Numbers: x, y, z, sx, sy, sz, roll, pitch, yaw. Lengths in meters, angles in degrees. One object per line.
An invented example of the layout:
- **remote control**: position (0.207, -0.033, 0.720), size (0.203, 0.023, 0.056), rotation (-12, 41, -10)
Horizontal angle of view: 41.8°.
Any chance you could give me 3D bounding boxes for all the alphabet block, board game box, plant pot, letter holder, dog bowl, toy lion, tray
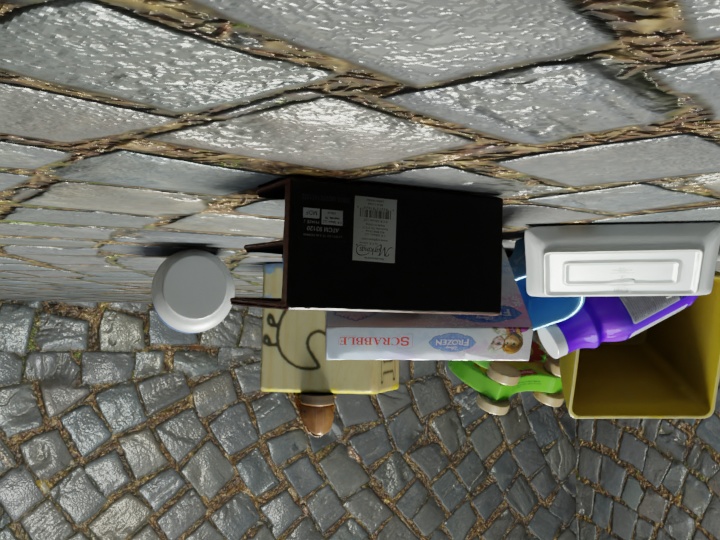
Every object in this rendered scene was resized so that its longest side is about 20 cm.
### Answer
- **alphabet block**: position (-0.044, 0.094, 1.525), size (0.194, 0.201, 0.196), rotation (-1, 175, 15)
- **board game box**: position (0.061, 0.021, 0.976), size (0.199, 0.041, 0.200), rotation (0, -150, -3)
- **plant pot**: position (0.370, 0.075, 1.305), size (0.199, 0.201, 0.176), rotation (1, -163, -5)
- **letter holder**: position (0.001, -0.014, 0.810), size (0.199, 0.101, 0.142), rotation (3, 177, -28)
- **dog bowl**: position (0.175, 0.029, 1.107), size (0.199, 0.050, 0.112), rotation (-22, 129, 27)
- **toy lion**: position (0.206, 0.132, 1.408), size (0.199, 0.069, 0.191), rotation (-1, -155, -40)
- **tray**: position (0.276, -0.004, 1.004), size (0.199, 0.022, 0.108), rotation (-1, 137, 11)

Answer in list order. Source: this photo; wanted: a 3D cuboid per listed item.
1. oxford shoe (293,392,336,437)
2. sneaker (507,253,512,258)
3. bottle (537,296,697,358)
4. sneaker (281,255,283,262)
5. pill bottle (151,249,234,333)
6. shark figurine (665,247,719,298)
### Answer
- **oxford shoe**: position (-0.073, 0.226, 1.503), size (0.071, 0.072, 0.200), rotation (-1, 177, -1)
- **sneaker**: position (0.154, 0.028, 1.255), size (0.199, 0.070, 0.090), rotation (-22, -166, -31)
- **bottle**: position (0.310, 0.042, 1.142), size (0.199, 0.084, 0.065), rotation (-27, 159, -10)
- **sneaker**: position (0.000, 0.000, 1.181), size (0.199, 0.087, 0.075), rotation (22, 145, -5)
- **pill bottle**: position (-0.229, 0.030, 1.287), size (0.112, 0.113, 0.200), rotation (1, 176, -12)
- **shark figurine**: position (0.469, 0.004, 1.094), size (0.213, 0.090, 0.128), rotation (1, 175, -28)
